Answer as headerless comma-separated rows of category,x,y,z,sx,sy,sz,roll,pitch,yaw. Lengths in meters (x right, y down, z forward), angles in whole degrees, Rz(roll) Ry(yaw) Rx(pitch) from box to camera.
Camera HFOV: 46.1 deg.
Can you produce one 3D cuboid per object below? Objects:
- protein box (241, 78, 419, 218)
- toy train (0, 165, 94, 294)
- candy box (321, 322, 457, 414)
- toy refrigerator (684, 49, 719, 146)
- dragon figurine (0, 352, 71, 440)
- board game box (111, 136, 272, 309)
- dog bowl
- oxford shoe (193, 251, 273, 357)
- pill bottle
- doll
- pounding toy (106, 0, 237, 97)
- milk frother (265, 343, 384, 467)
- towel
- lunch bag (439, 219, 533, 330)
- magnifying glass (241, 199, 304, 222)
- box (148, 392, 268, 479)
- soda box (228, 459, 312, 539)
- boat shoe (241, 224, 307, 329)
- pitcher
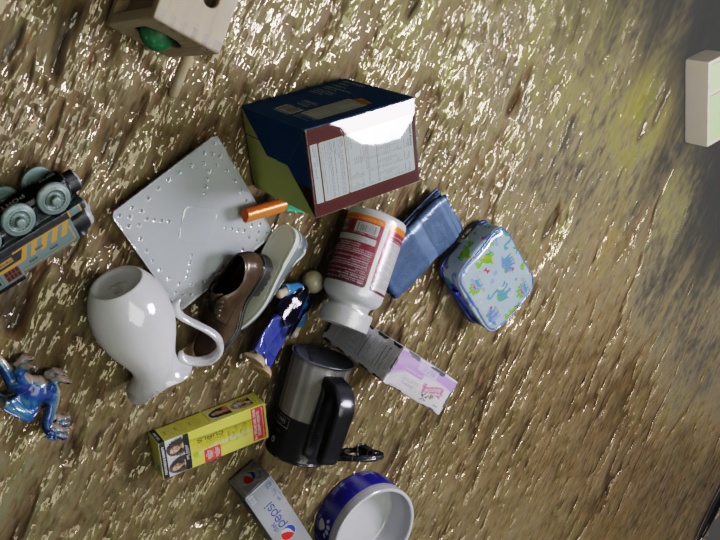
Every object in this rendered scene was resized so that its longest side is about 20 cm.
protein box,-0.046,-0.197,1.312,0.198,0.198,0.137,-21,120,-29
toy train,-0.457,-0.054,1.142,0.199,0.085,0.115,-37,138,-22
candy box,0.051,0.162,1.525,0.167,0.199,0.072,36,86,-40
toy refrigerator,0.803,-0.398,1.958,0.075,0.070,0.202,-26,121,-26
dragon figurine,-0.487,0.178,1.218,0.199,0.059,0.100,34,85,-41
board game box,-0.258,-0.074,1.314,0.200,0.026,0.201,-41,127,-17
dog bowl,0.008,0.513,1.708,0.198,0.078,0.203,-14,115,-32
oxford shoe,-0.223,0.055,1.345,0.084,0.072,0.202,16,103,-57
pill bottle,0.000,0.000,1.462,0.109,0.109,0.203,24,82,-40
doll,-0.125,0.083,1.444,0.201,0.048,0.137,-58,155,-23
pounding toy,-0.238,-0.353,1.135,0.141,0.183,0.203,21,86,-39
milk frother,-0.043,0.251,1.514,0.199,0.179,0.191,4,107,-51
towel,0.102,-0.049,1.580,0.200,0.048,0.112,-45,128,-15
lunch bag,0.251,0.013,1.693,0.161,0.082,0.201,-48,129,-13
magnifying glass,-0.107,-0.112,1.381,0.198,0.023,0.080,-18,154,-37
box,-0.256,0.279,1.437,0.198,0.050,0.076,-17,116,-32
soda box,-0.164,0.445,1.559,0.063,0.068,0.202,-38,127,-20
boat shoe,-0.154,0.019,1.399,0.201,0.073,0.062,-57,153,5
pitcher,-0.307,0.087,1.271,0.170,0.122,0.202,-22,127,-9
